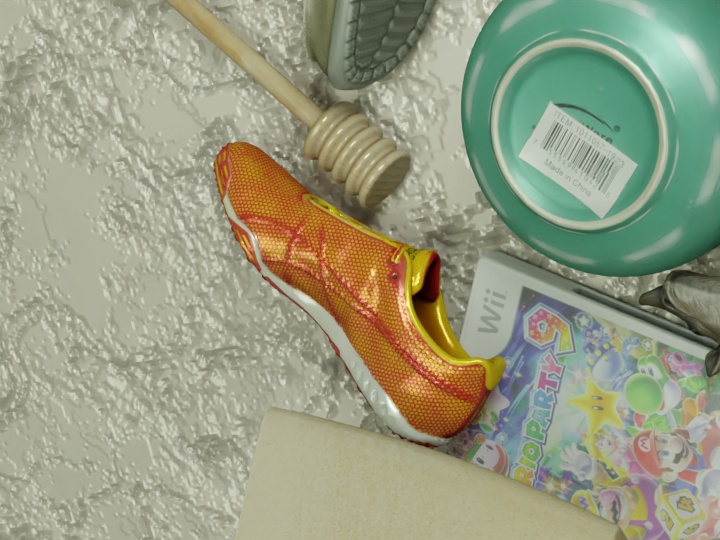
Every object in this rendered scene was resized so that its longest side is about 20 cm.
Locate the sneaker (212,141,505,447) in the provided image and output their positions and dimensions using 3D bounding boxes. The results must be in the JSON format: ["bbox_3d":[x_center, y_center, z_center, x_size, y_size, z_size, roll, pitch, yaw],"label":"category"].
[{"bbox_3d":[0.000,0.000,1.125,0.200,0.073,0.077,47,106,15],"label":"sneaker"}]

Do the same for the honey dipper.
[{"bbox_3d":[-0.055,-0.110,1.144,0.200,0.038,0.038,43,122,18],"label":"honey dipper"}]

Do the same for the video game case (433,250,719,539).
[{"bbox_3d":[0.134,0.090,1.099,0.199,0.018,0.144,23,116,23],"label":"video game case"}]

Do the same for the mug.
[{"bbox_3d":[0.136,-0.077,0.989,0.184,0.114,0.153,-11,99,33],"label":"mug"}]

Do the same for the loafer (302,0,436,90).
[{"bbox_3d":[-0.002,-0.191,1.070,0.069,0.075,0.202,18,109,37],"label":"loafer"}]

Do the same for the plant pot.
[{"bbox_3d":[0.046,0.200,1.050,0.176,0.200,0.201,3,65,21],"label":"plant pot"}]

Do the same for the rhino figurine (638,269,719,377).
[{"bbox_3d":[0.219,0.026,0.993,0.199,0.087,0.060,5,72,30],"label":"rhino figurine"}]
